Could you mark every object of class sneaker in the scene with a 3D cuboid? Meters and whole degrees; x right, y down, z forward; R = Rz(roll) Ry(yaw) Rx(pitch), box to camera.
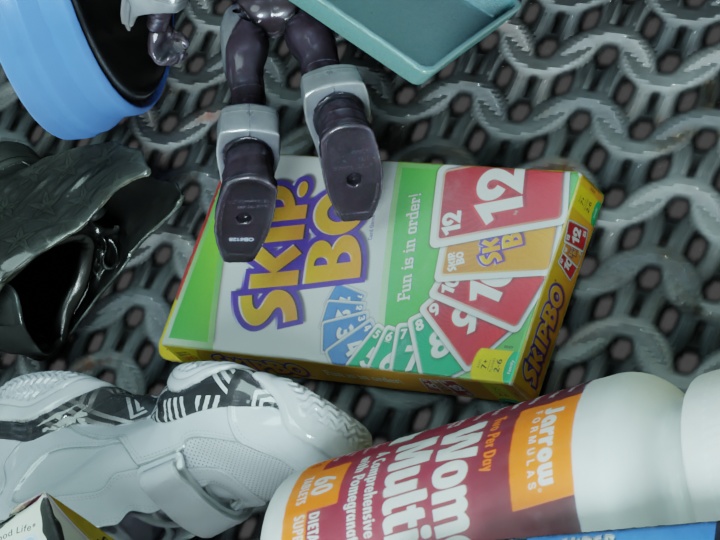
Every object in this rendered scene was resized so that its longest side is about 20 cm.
[{"bbox_3d":[-0.085,0.103,1.188,0.200,0.075,0.115,-2,63,40],"label":"sneaker"},{"bbox_3d":[-0.174,0.012,1.311,0.200,0.060,0.104,-47,43,-2],"label":"sneaker"}]

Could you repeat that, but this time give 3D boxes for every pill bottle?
[{"bbox_3d":[0.073,0.099,1.052,0.200,0.110,0.110,-19,54,26],"label":"pill bottle"}]

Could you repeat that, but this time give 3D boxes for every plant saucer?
[{"bbox_3d":[-0.031,-0.144,1.227,0.200,0.019,0.070,36,47,18],"label":"plant saucer"}]

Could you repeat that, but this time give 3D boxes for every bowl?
[{"bbox_3d":[-0.128,-0.159,1.292,0.039,0.201,0.201,-9,58,12],"label":"bowl"}]

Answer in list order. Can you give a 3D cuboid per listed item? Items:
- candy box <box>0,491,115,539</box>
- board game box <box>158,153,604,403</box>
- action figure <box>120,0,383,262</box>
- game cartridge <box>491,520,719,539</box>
[{"bbox_3d":[-0.077,0.196,1.082,0.061,0.136,0.200,-34,50,12],"label":"candy box"},{"bbox_3d":[0.000,0.000,1.220,0.200,0.030,0.096,4,66,39],"label":"board game box"},{"bbox_3d":[-0.038,-0.104,1.250,0.130,0.069,0.200,-9,51,3],"label":"action figure"},{"bbox_3d":[0.088,0.140,0.930,0.200,0.038,0.130,-8,53,25],"label":"game cartridge"}]
